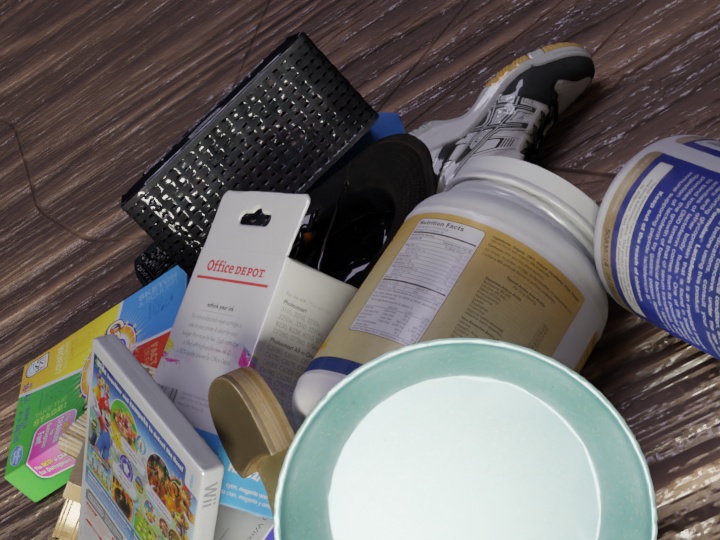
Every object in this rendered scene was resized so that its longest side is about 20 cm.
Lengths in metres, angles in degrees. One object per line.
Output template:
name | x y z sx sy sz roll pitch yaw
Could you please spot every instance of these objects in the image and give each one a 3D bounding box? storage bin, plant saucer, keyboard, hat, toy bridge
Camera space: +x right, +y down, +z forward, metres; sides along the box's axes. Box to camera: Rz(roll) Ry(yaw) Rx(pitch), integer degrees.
storage bin | -0.094 -0.093 1.052 0.200 0.094 0.135 -43 13 -2
plant saucer | 0.055 0.131 0.681 0.200 0.200 0.036 -37 4 8
keyboard | -0.155 -0.069 1.262 0.200 0.040 0.104 -43 33 -4
hat | 0.000 0.000 0.940 0.201 0.081 0.201 -38 28 25
toy bridge | -0.194 0.142 0.926 0.067 0.027 0.200 -84 18 -58

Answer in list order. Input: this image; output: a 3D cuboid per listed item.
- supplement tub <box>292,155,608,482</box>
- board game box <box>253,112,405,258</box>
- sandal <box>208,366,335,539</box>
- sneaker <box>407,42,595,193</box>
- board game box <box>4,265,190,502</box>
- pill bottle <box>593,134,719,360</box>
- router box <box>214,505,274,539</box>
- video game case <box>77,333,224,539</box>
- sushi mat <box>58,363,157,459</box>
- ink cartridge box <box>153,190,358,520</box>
supplement tub | 0.065 0.042 0.793 0.144 0.144 0.200 6 55 50
board game box | -0.012 -0.047 1.086 0.158 0.039 0.200 -31 40 13
sandal | -0.014 0.148 0.756 0.070 0.212 0.078 -20 -8 -34
sneaker | 0.114 -0.095 0.993 0.200 0.076 0.088 -37 61 -8
board game box | -0.219 0.095 1.132 0.200 0.040 0.153 -32 33 15
pill bottle | 0.228 0.001 0.694 0.116 0.116 0.200 -45 32 -6
router box | -0.080 0.147 0.913 0.179 0.049 0.200 11 59 52
video game case | -0.141 0.160 0.825 0.018 0.200 0.143 -14 39 -34
sushi mat | -0.167 0.120 0.984 0.096 0.012 0.200 -53 29 -18
ink cartridge box | -0.073 0.052 0.849 0.115 0.068 0.200 8 75 54
